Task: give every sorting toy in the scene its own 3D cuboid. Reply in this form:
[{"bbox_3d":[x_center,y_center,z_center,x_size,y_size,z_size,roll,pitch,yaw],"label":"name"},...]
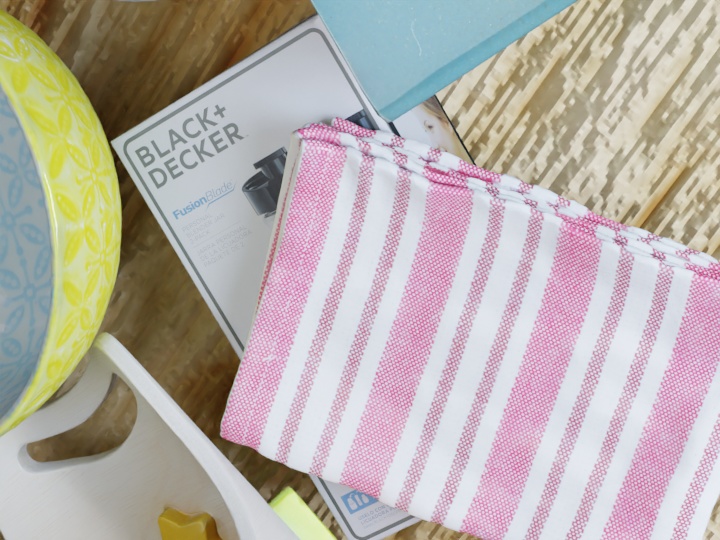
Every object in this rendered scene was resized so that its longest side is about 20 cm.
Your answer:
[{"bbox_3d":[-0.085,0.121,0.974,0.180,0.107,0.200,54,134,0],"label":"sorting toy"}]

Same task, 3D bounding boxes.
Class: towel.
[{"bbox_3d":[0.050,0.038,0.878,0.200,0.030,0.147,21,114,14],"label":"towel"}]

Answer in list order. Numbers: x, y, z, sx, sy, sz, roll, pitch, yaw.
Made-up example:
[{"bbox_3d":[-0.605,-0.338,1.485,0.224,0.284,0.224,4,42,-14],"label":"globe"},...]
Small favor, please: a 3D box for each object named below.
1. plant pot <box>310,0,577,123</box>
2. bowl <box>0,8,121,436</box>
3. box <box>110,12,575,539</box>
[{"bbox_3d":[0.073,-0.170,0.808,0.200,0.141,0.142,-28,96,20],"label":"plant pot"},{"bbox_3d":[-0.166,-0.030,0.959,0.200,0.108,0.201,9,107,33],"label":"bowl"},{"bbox_3d":[0.000,0.000,0.936,0.116,0.060,0.200,-27,96,27],"label":"box"}]
